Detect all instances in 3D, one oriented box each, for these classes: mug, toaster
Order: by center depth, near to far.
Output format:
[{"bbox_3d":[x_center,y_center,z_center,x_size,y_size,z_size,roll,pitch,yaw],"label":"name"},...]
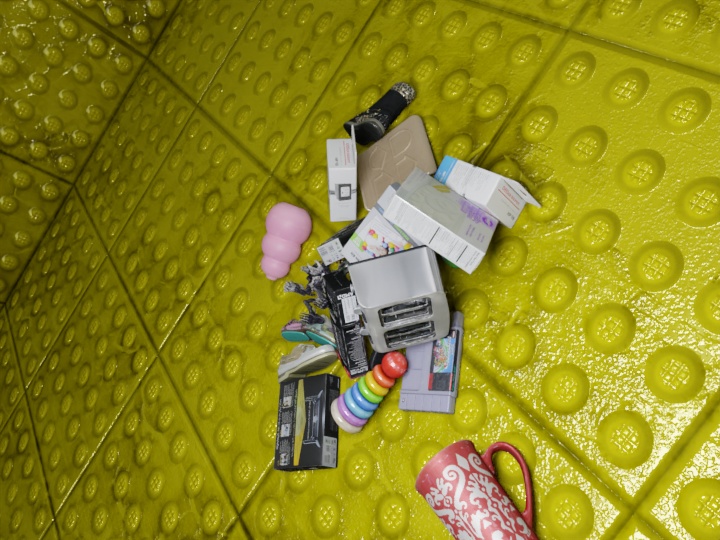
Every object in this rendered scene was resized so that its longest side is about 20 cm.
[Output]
[{"bbox_3d":[0.211,0.393,1.057,0.178,0.132,0.201,-52,49,14],"label":"mug"},{"bbox_3d":[0.083,0.054,1.216,0.196,0.182,0.120,-13,55,1],"label":"toaster"}]

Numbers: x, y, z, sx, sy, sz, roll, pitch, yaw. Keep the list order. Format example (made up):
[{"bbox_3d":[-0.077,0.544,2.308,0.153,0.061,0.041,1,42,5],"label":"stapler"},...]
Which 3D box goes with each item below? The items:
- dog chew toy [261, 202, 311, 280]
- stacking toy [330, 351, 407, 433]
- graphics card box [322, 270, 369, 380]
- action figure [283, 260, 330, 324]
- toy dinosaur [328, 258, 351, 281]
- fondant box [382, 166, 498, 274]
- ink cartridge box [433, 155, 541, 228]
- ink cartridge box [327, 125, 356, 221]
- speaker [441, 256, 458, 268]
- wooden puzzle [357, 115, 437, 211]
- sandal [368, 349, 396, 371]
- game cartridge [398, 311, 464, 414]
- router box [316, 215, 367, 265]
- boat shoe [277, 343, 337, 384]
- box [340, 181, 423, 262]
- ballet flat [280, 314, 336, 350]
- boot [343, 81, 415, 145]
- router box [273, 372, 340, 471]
[{"bbox_3d":[-0.204,-0.073,1.659,0.124,0.123,0.204,22,94,45],"label":"dog chew toy"},{"bbox_3d":[0.027,0.247,1.309,0.200,0.085,0.086,-48,46,22],"label":"stacking toy"},{"bbox_3d":[-0.032,0.114,1.354,0.125,0.050,0.204,-133,30,-69],"label":"graphics card box"},{"bbox_3d":[-0.117,0.032,1.518,0.119,0.101,0.201,-47,31,20],"label":"action figure"},{"bbox_3d":[0.000,0.000,1.466,0.136,0.103,0.199,-46,19,-26],"label":"toy dinosaur"},{"bbox_3d":[0.156,-0.100,1.203,0.059,0.198,0.145,-57,-3,37],"label":"fondant box"},{"bbox_3d":[0.252,-0.154,1.273,0.199,0.115,0.067,34,93,46],"label":"ink cartridge box"},{"bbox_3d":[-0.045,-0.233,1.511,0.065,0.202,0.117,-3,46,-4],"label":"ink cartridge box"},{"bbox_3d":[0.175,-0.101,1.342,0.088,0.088,0.202,-43,48,18],"label":"speaker"},{"bbox_3d":[0.086,-0.253,1.525,0.198,0.046,0.188,-29,54,24],"label":"wooden puzzle"},{"bbox_3d":[0.063,0.124,1.355,0.045,0.074,0.203,28,94,53],"label":"sandal"},{"bbox_3d":[0.145,0.185,1.279,0.128,0.038,0.204,-9,65,44],"label":"game cartridge"},{"bbox_3d":[0.014,-0.091,1.448,0.198,0.149,0.052,-23,102,34],"label":"router box"},{"bbox_3d":[-0.133,0.207,1.481,0.199,0.074,0.070,-31,59,38],"label":"boat shoe"},{"bbox_3d":[0.067,-0.056,1.313,0.156,0.041,0.201,46,125,11],"label":"box"},{"bbox_3d":[-0.112,0.141,1.518,0.198,0.069,0.072,3,53,43],"label":"ballet flat"},{"bbox_3d":[0.047,-0.401,1.611,0.154,0.074,0.203,-48,23,-10],"label":"boot"},{"bbox_3d":[-0.121,0.348,1.433,0.155,0.052,0.204,-17,61,37],"label":"router box"}]
